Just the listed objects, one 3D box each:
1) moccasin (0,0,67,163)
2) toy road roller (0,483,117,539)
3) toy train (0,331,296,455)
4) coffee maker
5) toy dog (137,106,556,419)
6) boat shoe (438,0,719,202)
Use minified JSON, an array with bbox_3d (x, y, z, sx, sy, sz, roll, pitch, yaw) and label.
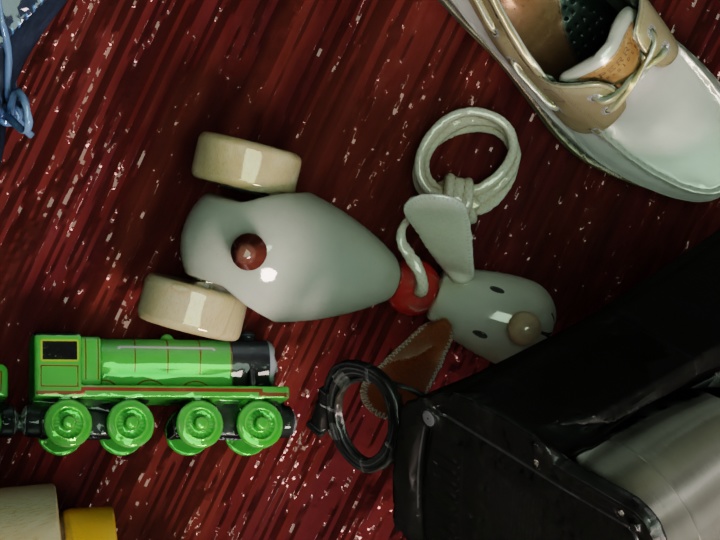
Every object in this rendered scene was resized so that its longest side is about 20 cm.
[{"bbox_3d":[-0.183,-0.065,0.946,0.068,0.080,0.200,45,101,1],"label":"moccasin"},{"bbox_3d":[-0.165,0.177,0.918,0.122,0.200,0.147,-4,77,-10],"label":"toy road roller"},{"bbox_3d":[-0.127,0.056,0.986,0.199,0.042,0.057,1,78,-15],"label":"toy train"},{"bbox_3d":[0.121,0.062,0.925,0.200,0.135,0.192,-27,66,-38],"label":"coffee maker"},{"bbox_3d":[0.000,0.000,0.969,0.199,0.096,0.133,-6,100,-13],"label":"toy dog"},{"bbox_3d":[0.107,-0.099,0.993,0.200,0.068,0.075,36,91,-13],"label":"boat shoe"}]
